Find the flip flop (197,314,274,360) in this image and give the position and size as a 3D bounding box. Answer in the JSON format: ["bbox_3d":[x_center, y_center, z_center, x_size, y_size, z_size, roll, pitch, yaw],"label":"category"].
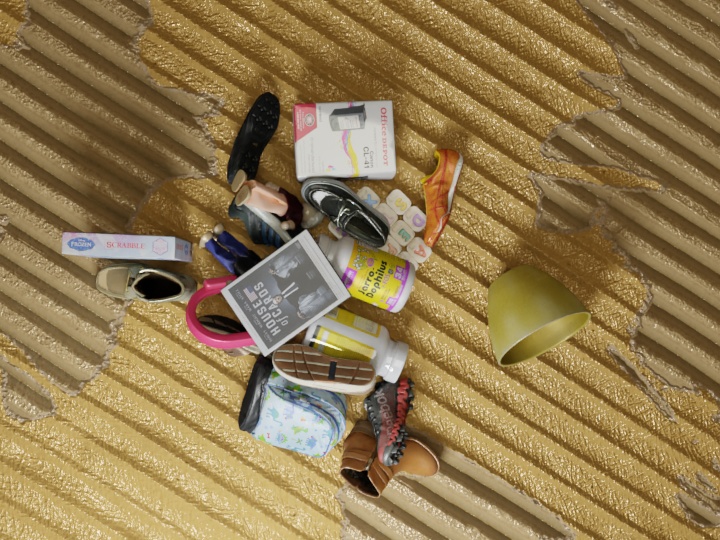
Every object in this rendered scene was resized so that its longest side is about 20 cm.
[{"bbox_3d":[-0.237,0.146,1.505,0.198,0.081,0.058,26,103,-8],"label":"flip flop"}]

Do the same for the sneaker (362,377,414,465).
[{"bbox_3d":[0.047,0.290,1.478,0.096,0.202,0.072,5,132,9],"label":"sneaker"}]

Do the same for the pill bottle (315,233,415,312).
[{"bbox_3d":[0.000,0.000,1.478,0.198,0.104,0.106,21,88,-10],"label":"pill bottle"}]

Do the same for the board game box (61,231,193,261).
[{"bbox_3d":[-0.427,-0.043,1.427,0.196,0.200,0.042,3,89,-4],"label":"board game box"}]

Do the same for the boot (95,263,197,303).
[{"bbox_3d":[-0.419,0.025,1.448,0.197,0.155,0.073,7,89,-3],"label":"boot"}]

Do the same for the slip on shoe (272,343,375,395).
[{"bbox_3d":[-0.068,0.191,1.430,0.197,0.061,0.077,8,58,4],"label":"slip on shoe"}]

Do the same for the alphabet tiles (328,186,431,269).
[{"bbox_3d":[0.040,-0.064,1.546,0.196,0.015,0.200,44,87,-2],"label":"alphabet tiles"}]

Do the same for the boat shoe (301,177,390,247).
[{"bbox_3d":[-0.025,-0.113,1.475,0.198,0.071,0.072,27,117,-15],"label":"boat shoe"}]

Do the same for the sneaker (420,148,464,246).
[{"bbox_3d":[0.151,-0.145,1.532,0.076,0.073,0.203,13,80,4],"label":"sneaker"}]

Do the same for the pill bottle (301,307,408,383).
[{"bbox_3d":[-0.011,0.146,1.493,0.198,0.112,0.113,22,88,-3],"label":"pill bottle"}]

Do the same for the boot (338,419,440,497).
[{"bbox_3d":[0.056,0.377,1.467,0.198,0.156,0.077,31,115,-1],"label":"boot"}]

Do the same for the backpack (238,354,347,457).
[{"bbox_3d":[-0.123,0.273,1.476,0.197,0.154,0.165,14,116,-18],"label":"backpack"}]

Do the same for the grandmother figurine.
[{"bbox_3d":[-0.150,-0.126,1.468,0.060,0.198,0.123,-35,55,35],"label":"grandmother figurine"}]

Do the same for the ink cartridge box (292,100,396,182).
[{"bbox_3d":[-0.032,-0.255,1.508,0.197,0.086,0.150,-4,90,-2],"label":"ink cartridge box"}]

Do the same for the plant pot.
[{"bbox_3d":[0.326,0.075,1.490,0.198,0.200,0.143,-25,66,-3],"label":"plant pot"}]

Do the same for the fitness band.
[{"bbox_3d":[-0.238,0.079,1.471,0.197,0.038,0.145,-7,61,-26],"label":"fitness band"}]

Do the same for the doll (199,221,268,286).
[{"bbox_3d":[-0.221,-0.006,1.482,0.199,0.136,0.049,38,128,5],"label":"doll"}]

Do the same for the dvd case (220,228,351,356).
[{"bbox_3d":[-0.138,0.041,1.416,0.199,0.025,0.151,-35,91,2],"label":"dvd case"}]

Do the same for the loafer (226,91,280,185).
[{"bbox_3d":[-0.216,-0.260,1.506,0.068,0.070,0.203,29,71,-34],"label":"loafer"}]

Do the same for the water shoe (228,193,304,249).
[{"bbox_3d":[-0.175,-0.078,1.517,0.200,0.072,0.079,46,117,-6],"label":"water shoe"}]
